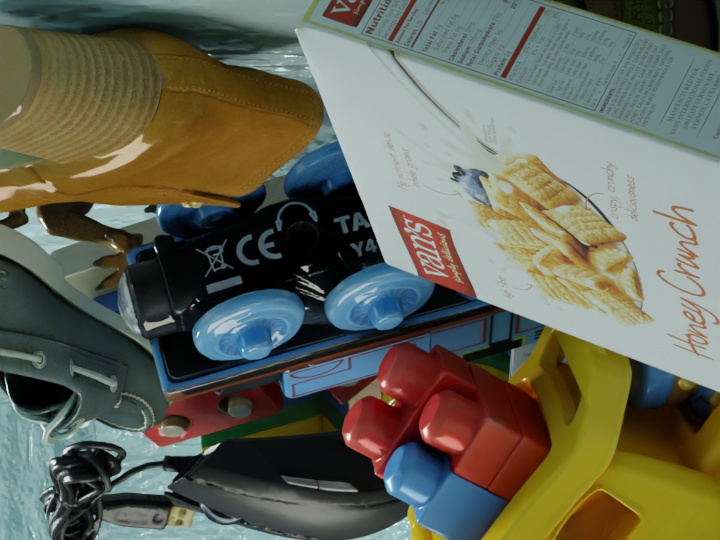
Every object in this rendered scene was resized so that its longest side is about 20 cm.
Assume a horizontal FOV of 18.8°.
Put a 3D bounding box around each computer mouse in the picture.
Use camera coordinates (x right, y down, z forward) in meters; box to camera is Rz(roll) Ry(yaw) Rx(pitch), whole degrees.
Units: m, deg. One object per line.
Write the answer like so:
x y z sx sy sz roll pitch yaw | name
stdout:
-0.055 0.113 1.031 0.200 0.046 0.140 -1 162 -19 | computer mouse

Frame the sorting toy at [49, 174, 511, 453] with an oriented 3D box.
-0.018 0.043 1.051 0.198 0.070 0.200 -17 142 19 | sorting toy

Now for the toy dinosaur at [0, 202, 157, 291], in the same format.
-0.117 -0.041 0.947 0.106 0.061 0.200 32 -160 35 | toy dinosaur

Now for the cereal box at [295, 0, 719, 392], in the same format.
0.087 -0.016 0.642 0.200 0.040 0.144 20 157 23 | cereal box

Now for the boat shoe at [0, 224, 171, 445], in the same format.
-0.137 0.038 0.909 0.073 0.062 0.200 7 160 21 | boat shoe

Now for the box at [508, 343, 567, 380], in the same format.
0.191 0.055 1.035 0.200 0.041 0.156 0 167 27 | box

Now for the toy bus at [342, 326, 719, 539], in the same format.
0.100 0.074 0.875 0.192 0.200 0.136 32 -164 -15 | toy bus

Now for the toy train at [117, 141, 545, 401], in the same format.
0.000 0.000 0.900 0.200 0.087 0.114 -16 153 -6 | toy train

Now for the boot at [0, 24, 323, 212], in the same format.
-0.124 -0.039 0.785 0.201 0.071 0.144 -13 165 39 | boot

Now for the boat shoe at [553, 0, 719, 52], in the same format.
0.067 -0.056 0.740 0.068 0.072 0.200 5 164 -13 | boat shoe
